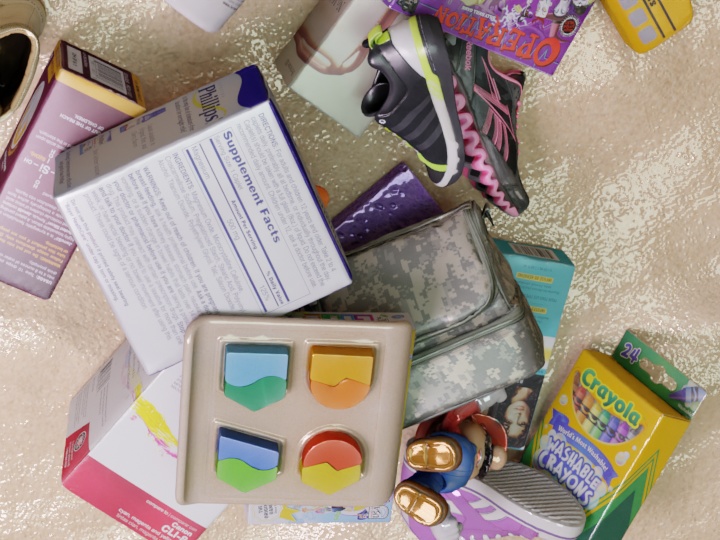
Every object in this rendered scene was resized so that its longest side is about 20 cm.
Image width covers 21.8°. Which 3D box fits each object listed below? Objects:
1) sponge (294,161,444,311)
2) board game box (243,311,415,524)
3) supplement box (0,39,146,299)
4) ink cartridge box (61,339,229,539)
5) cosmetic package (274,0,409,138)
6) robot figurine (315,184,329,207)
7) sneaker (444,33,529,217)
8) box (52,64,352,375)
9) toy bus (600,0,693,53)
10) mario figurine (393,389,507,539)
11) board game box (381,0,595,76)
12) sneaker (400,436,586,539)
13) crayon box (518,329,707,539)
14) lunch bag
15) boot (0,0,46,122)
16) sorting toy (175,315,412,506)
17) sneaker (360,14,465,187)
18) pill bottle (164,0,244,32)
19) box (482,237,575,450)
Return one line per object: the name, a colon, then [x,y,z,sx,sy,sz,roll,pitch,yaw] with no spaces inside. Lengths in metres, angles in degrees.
sponge: [0.000,0.000,1.809,0.200,0.030,0.112,-39,111,5]
board game box: [-0.029,0.133,1.666,0.134,0.034,0.201,0,116,-11]
supplement box: [-0.275,-0.091,1.680,0.085,0.110,0.201,25,104,-17]
ink cartridge box: [-0.162,0.130,1.751,0.144,0.146,0.200,36,110,-20]
cosmetic package: [0.018,-0.233,1.686,0.087,0.103,0.200,33,100,-20]
robot figurine: [-0.132,-0.061,1.716,0.199,0.117,0.145,11,111,-14]
sneaker: [0.125,-0.145,1.760,0.095,0.079,0.201,-32,114,-10]
box: [-0.135,-0.044,1.601,0.199,0.105,0.185,-24,115,2]
toy bus: [0.234,-0.305,1.719,0.078,0.065,0.200,-33,113,5]
mario figurine: [0.100,0.176,1.752,0.123,0.200,0.106,-39,87,18]
board game box: [0.122,-0.254,1.636,0.199,0.032,0.120,16,115,-37]
sneaker: [0.129,0.249,1.869,0.200,0.073,0.115,22,117,28]
crayon box: [0.242,0.170,1.863,0.051,0.126,0.201,15,108,-44]
lunch bag: [0.054,0.041,1.741,0.199,0.139,0.168,-22,101,9]
boot: [-0.345,-0.148,1.620,0.073,0.156,0.200,41,99,-21]
sorting toy: [-0.057,0.127,1.617,0.199,0.037,0.186,0,116,-12]
sneaker: [0.041,-0.149,1.647,0.082,0.072,0.200,-13,139,0]
pill bottle: [-0.105,-0.317,1.624,0.114,0.114,0.200,39,99,-21]
box: [0.144,0.074,1.852,0.082,0.049,0.201,9,108,-13]
